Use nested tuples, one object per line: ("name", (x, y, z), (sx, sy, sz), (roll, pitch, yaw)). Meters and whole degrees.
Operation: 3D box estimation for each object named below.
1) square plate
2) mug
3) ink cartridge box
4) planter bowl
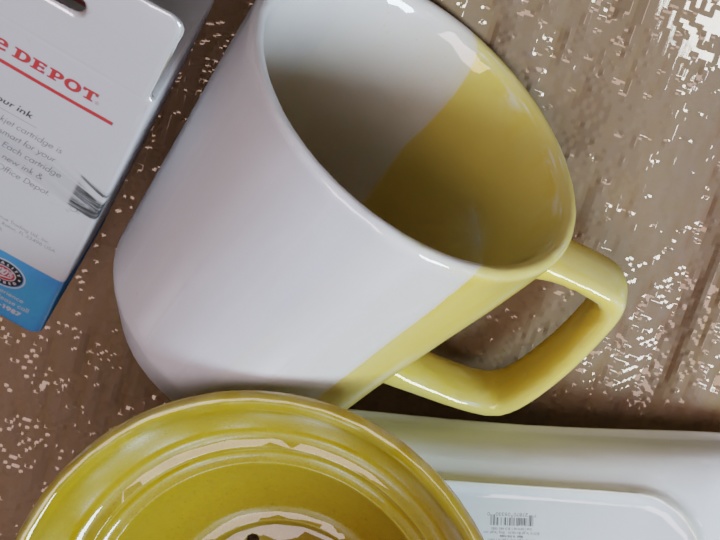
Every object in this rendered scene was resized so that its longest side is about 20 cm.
("square plate", (0.061, 0.161, 1.072), (0.200, 0.028, 0.198), (4, 93, -1))
("mug", (-0.007, -0.001, 1.016), (0.187, 0.149, 0.153), (45, 125, 2))
("ink cartridge box", (-0.135, -0.078, 1.014), (0.116, 0.067, 0.200), (30, 137, -3))
("planter bowl", (-0.038, 0.145, 1.017), (0.200, 0.083, 0.201), (0, 90, 7))
